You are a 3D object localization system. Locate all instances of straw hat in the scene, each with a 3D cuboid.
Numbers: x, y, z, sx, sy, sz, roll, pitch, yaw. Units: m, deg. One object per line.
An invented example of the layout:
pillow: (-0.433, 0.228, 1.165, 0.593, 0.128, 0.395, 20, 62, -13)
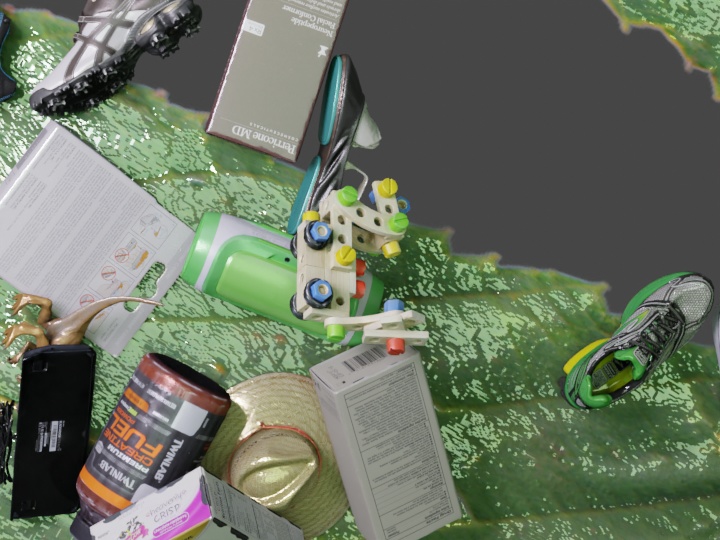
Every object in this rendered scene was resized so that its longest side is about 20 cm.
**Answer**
straw hat: (-0.089, 0.209, 1.489, 0.199, 0.085, 0.204, -1, 94, -7)

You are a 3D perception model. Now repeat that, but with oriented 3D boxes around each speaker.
speaker: (-0.080, 0.009, 1.473, 0.198, 0.088, 0.089, 22, 92, -9)

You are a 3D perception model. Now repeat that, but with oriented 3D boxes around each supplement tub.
supplement tub: (-0.220, 0.193, 1.462, 0.106, 0.107, 0.201, 28, 91, -8)

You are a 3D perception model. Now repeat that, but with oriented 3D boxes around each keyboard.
keyboard: (-0.329, 0.160, 1.459, 0.103, 0.040, 0.202, -1, 115, -25)

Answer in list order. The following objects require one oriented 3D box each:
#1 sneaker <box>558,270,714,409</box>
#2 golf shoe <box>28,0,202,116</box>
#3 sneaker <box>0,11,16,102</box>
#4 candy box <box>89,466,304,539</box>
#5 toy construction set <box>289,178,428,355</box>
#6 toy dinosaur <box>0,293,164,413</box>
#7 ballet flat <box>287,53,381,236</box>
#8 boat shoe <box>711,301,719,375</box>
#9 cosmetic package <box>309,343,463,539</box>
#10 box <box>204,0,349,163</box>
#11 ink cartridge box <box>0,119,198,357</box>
sneaker: (0.305, 0.082, 1.528, 0.200, 0.085, 0.078, -44, 98, -2)
golf shoe: (-0.260, -0.234, 1.447, 0.199, 0.078, 0.095, -35, 81, -5)
sneaker: (-0.395, -0.261, 1.429, 0.081, 0.073, 0.202, -9, 102, -22)
candy box: (-0.154, 0.281, 1.425, 0.136, 0.061, 0.200, -30, 142, 14)
toy construction set: (0.000, 0.000, 1.409, 0.130, 0.092, 0.202, 10, 50, -24)
toy dinosaur: (-0.301, 0.061, 1.451, 0.106, 0.061, 0.200, 29, 117, -32)
ballet flat: (-0.021, -0.121, 1.485, 0.068, 0.068, 0.202, 12, 103, -17)
boat shoe: (0.434, 0.128, 1.555, 0.073, 0.068, 0.202, -9, 96, -6)
cosmetic package: (0.028, 0.178, 1.472, 0.103, 0.073, 0.202, -22, 115, -17)
box: (-0.083, -0.220, 1.462, 0.099, 0.075, 0.202, 17, 94, -8)
ink cartridge box: (-0.285, -0.032, 1.476, 0.200, 0.050, 0.161, 38, 89, -27)
